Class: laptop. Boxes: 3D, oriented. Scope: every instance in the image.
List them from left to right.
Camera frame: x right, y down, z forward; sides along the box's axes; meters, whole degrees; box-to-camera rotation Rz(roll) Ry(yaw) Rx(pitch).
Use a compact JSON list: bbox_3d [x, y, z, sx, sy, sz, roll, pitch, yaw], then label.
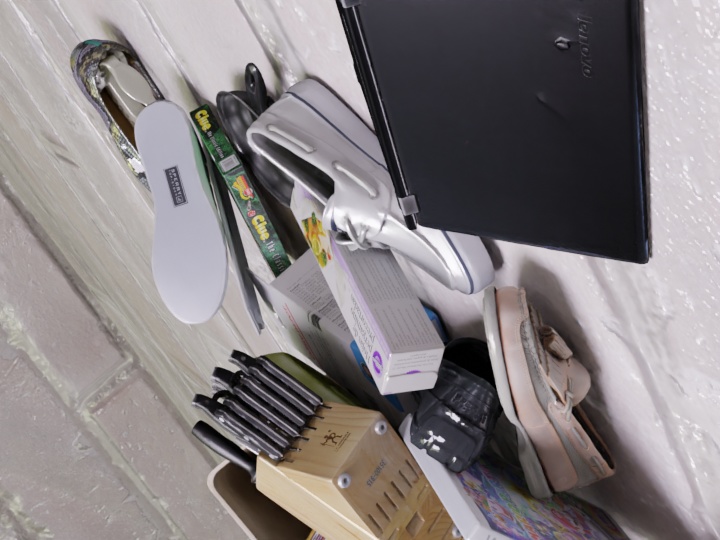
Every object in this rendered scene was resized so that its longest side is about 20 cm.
[{"bbox_3d":[0.054,-0.116,0.589,0.188,0.115,0.201,71,-178,-50],"label":"laptop"}]

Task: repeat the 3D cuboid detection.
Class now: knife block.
[{"bbox_3d":[-0.035,0.149,0.863,0.175,0.064,0.200,4,137,49],"label":"knife block"}]

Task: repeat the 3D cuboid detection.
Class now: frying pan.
[{"bbox_3d":[-0.081,-0.120,0.891,0.115,0.031,0.190,42,161,33],"label":"frying pan"}]

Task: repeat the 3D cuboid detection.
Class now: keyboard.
[{"bbox_3d":[-0.120,-0.038,1.057,0.056,0.011,0.201,64,-173,-62],"label":"keyboard"}]

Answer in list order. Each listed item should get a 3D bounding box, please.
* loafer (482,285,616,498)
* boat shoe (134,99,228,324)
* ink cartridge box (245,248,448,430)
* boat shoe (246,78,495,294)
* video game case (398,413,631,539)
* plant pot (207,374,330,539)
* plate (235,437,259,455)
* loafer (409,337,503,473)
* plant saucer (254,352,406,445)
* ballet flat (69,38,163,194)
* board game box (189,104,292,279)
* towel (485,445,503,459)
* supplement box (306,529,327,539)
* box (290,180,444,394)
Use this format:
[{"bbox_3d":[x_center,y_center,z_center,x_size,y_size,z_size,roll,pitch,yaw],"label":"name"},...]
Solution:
[{"bbox_3d":[0.125,0.078,0.754,0.201,0.062,0.072,68,-162,-45],"label":"loafer"},{"bbox_3d":[-0.155,-0.052,1.034,0.057,0.068,0.201,13,-114,-83],"label":"boat shoe"},{"bbox_3d":[-0.005,0.052,1.001,0.200,0.068,0.116,33,157,43],"label":"ink cartridge box"},{"bbox_3d":[0.003,-0.044,0.776,0.200,0.065,0.074,43,162,24],"label":"boat shoe"},{"bbox_3d":[0.128,0.176,0.799,0.199,0.018,0.143,29,-169,-25],"label":"video game case"},{"bbox_3d":[-0.012,0.212,1.173,0.200,0.200,0.177,50,178,1],"label":"plant pot"},{"bbox_3d":[0.004,0.179,0.973,0.199,0.032,0.200,30,178,10],"label":"plate"},{"bbox_3d":[0.075,0.082,0.823,0.068,0.071,0.201,33,-170,-1],"label":"loafer"},{"bbox_3d":[-0.011,0.126,0.987,0.200,0.031,0.200,35,177,2],"label":"plant saucer"},{"bbox_3d":[-0.208,-0.140,1.130,0.201,0.072,0.072,56,163,-22],"label":"ballet flat"},{"bbox_3d":[-0.097,-0.049,1.060,0.105,0.023,0.200,60,176,44],"label":"board game box"},{"bbox_3d":[0.124,0.208,0.938,0.171,0.048,0.200,51,-175,8],"label":"towel"},{"bbox_3d":[0.001,0.271,0.981,0.103,0.131,0.200,30,178,-3],"label":"supplement box"},{"bbox_3d":[0.000,0.000,0.797,0.200,0.041,0.039,-118,31,-43],"label":"box"}]
